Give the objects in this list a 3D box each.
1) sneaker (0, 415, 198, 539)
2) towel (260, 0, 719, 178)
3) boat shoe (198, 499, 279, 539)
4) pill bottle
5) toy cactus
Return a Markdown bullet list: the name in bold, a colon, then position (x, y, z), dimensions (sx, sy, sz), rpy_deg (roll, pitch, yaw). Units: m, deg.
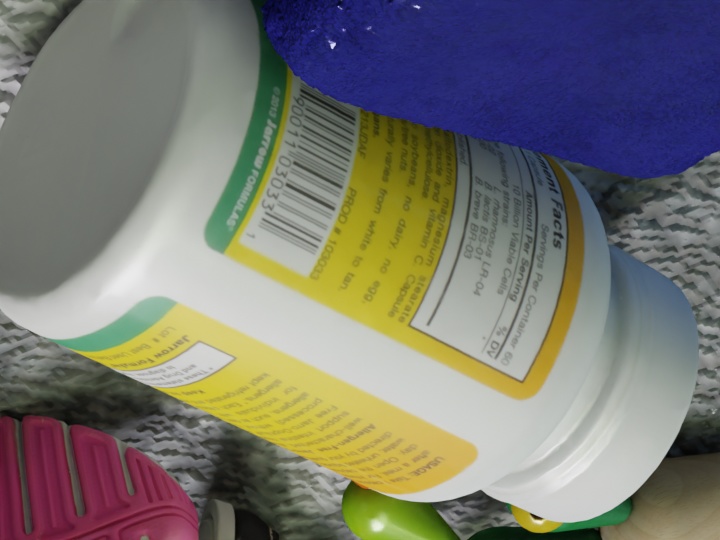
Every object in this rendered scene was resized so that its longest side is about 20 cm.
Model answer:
- **sneaker**: position (-0.132, 0.114, 0.993), dimensions (0.200, 0.082, 0.088), rpy_deg (-19, 139, 27)
- **towel**: position (0.084, -0.087, 0.720), dimensions (0.147, 0.050, 0.200), rpy_deg (14, 153, -31)
- **boat shoe**: position (-0.034, 0.147, 1.033), dimensions (0.060, 0.074, 0.200), rpy_deg (7, 141, 0)
- **pill bottle**: position (0.000, 0.000, 0.847), dimensions (0.200, 0.113, 0.113), rpy_deg (26, 129, -32)
- **toy cactus**: position (0.071, 0.101, 0.999), dimensions (0.165, 0.102, 0.200), rpy_deg (-17, 130, -3)
